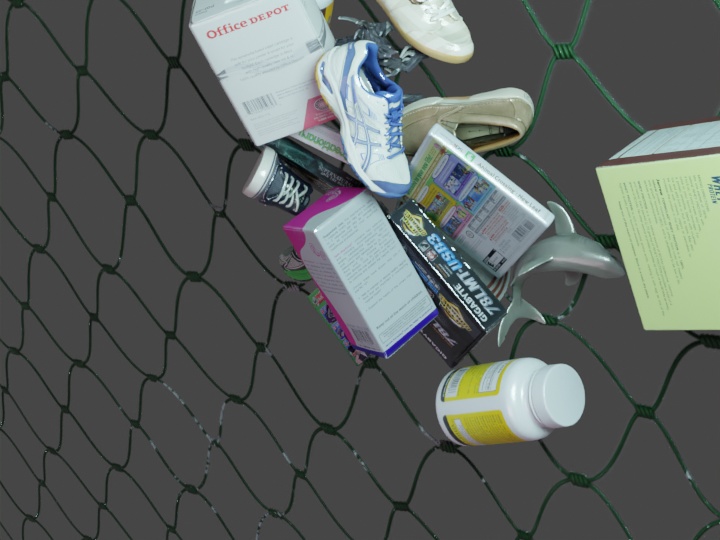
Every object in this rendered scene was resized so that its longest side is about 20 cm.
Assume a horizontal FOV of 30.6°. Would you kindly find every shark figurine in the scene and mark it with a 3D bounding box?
[{"bbox_3d":[0.222,0.004,1.674,0.129,0.089,0.214,55,140,3],"label":"shark figurine"}]

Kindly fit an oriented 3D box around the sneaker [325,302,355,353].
[{"bbox_3d":[-0.023,0.020,1.824,0.074,0.087,0.201,15,142,54],"label":"sneaker"}]

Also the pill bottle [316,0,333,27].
[{"bbox_3d":[-0.093,-0.332,1.748,0.109,0.109,0.202,34,137,25],"label":"pill bottle"}]

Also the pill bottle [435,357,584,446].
[{"bbox_3d":[0.205,0.178,1.791,0.199,0.111,0.112,-14,106,50],"label":"pill bottle"}]

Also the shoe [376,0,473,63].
[{"bbox_3d":[0.065,-0.331,1.615,0.200,0.070,0.054,46,149,16],"label":"shoe"}]

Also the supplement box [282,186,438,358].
[{"bbox_3d":[0.000,0.000,1.728,0.201,0.103,0.101,59,159,-20],"label":"supplement box"}]

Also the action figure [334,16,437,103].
[{"bbox_3d":[0.039,-0.254,1.676,0.118,0.102,0.201,16,142,41],"label":"action figure"}]

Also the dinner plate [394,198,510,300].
[{"bbox_3d":[0.127,-0.037,1.793,0.199,0.024,0.202,26,133,31],"label":"dinner plate"}]

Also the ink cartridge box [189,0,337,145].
[{"bbox_3d":[-0.108,-0.276,1.668,0.145,0.083,0.201,-16,130,14],"label":"ink cartridge box"}]

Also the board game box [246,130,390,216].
[{"bbox_3d":[-0.057,-0.135,1.853,0.199,0.028,0.135,32,175,26],"label":"board game box"}]

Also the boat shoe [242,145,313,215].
[{"bbox_3d":[-0.108,-0.119,1.823,0.092,0.075,0.200,28,-176,-6],"label":"boat shoe"}]

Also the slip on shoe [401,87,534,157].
[{"bbox_3d":[0.117,-0.170,1.623,0.197,0.061,0.076,-7,135,22],"label":"slip on shoe"}]

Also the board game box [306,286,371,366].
[{"bbox_3d":[0.010,0.048,1.969,0.135,0.029,0.200,54,142,4],"label":"board game box"}]

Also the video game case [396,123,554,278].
[{"bbox_3d":[0.136,-0.083,1.643,0.181,0.022,0.200,38,159,2],"label":"video game case"}]

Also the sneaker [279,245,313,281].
[{"bbox_3d":[-0.060,-0.049,1.925,0.085,0.078,0.199,45,141,-14],"label":"sneaker"}]

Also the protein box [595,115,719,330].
[{"bbox_3d":[0.393,-0.053,1.414,0.199,0.134,0.201,-3,113,48],"label":"protein box"}]

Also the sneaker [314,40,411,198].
[{"bbox_3d":[0.019,-0.182,1.603,0.088,0.075,0.202,-16,108,41],"label":"sneaker"}]

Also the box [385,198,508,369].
[{"bbox_3d":[0.095,0.023,1.775,0.200,0.050,0.199,50,159,7],"label":"box"}]

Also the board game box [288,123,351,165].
[{"bbox_3d":[-0.051,-0.182,1.804,0.199,0.126,0.035,28,96,31],"label":"board game box"}]
